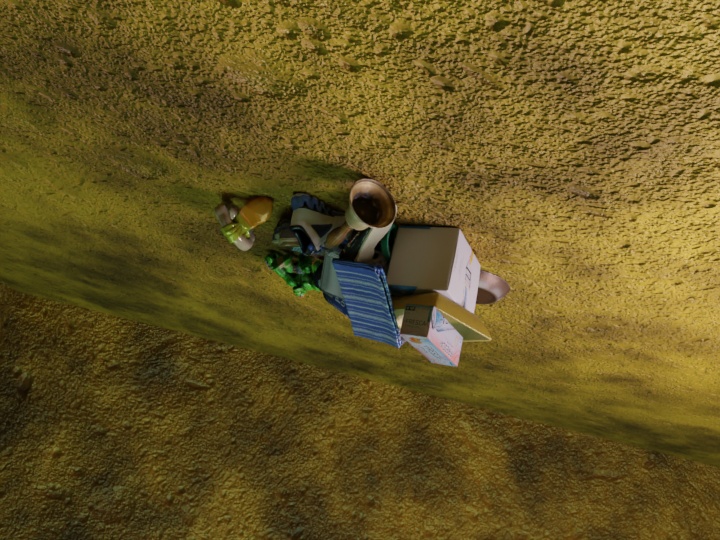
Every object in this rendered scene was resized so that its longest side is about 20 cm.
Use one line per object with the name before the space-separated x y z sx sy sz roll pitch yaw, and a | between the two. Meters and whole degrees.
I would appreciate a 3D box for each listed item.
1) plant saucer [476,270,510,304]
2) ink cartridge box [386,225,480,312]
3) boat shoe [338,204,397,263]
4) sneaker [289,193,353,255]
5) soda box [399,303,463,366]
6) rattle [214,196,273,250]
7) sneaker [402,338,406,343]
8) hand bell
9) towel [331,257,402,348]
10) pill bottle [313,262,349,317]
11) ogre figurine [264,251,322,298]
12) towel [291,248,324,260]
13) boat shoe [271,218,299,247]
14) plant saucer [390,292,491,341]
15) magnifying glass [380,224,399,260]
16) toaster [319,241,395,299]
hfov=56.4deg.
plant saucer | 0.276 0.044 1.696 0.198 0.037 0.201 12 162 4
ink cartridge box | 0.168 0.010 1.495 0.146 0.146 0.200 4 159 26
boat shoe | 0.011 -0.075 1.411 0.073 0.063 0.202 -20 151 -44
sneaker | -0.078 -0.078 1.478 0.198 0.116 0.080 22 162 -25
soda box | 0.149 0.135 1.381 0.063 0.069 0.200 4 158 28
rattle | -0.259 -0.127 1.614 0.130 0.143 0.200 43 -175 14
sneaker | 0.149 0.132 1.903 0.076 0.199 0.115 61 170 -12
hand bell | -0.023 -0.093 1.350 0.103 0.105 0.200 22 150 -22
towel | 0.012 0.069 1.432 0.144 0.024 0.202 10 126 43
pill bottle | -0.025 0.053 1.694 0.199 0.112 0.112 33 176 36
ogre figurine | -0.162 0.008 1.844 0.198 0.099 0.120 -9 137 21
towel | -0.093 -0.061 1.692 0.145 0.022 0.200 19 162 -10
boat shoe | -0.172 -0.090 1.601 0.071 0.067 0.201 3 -176 -11
plant saucer | 0.155 0.099 1.456 0.199 0.049 0.199 30 156 -35
magnifying glass | 0.092 -0.050 1.518 0.022 0.081 0.200 2 169 23
toaster | 0.000 0.000 1.562 0.198 0.114 0.130 18 129 19
